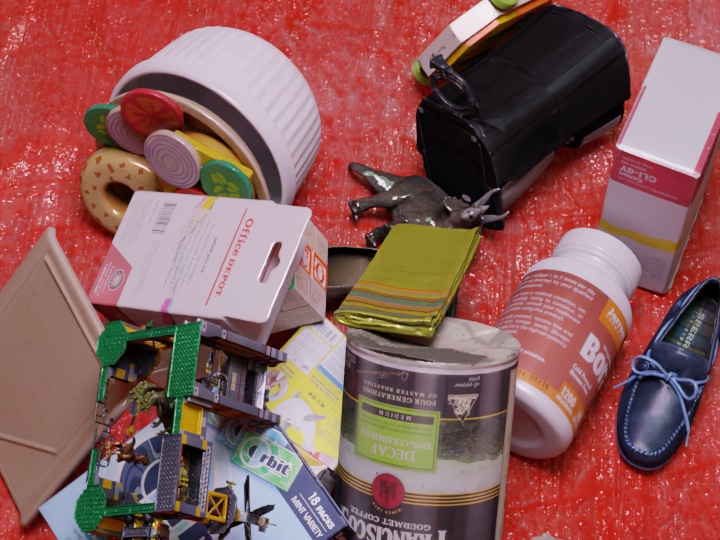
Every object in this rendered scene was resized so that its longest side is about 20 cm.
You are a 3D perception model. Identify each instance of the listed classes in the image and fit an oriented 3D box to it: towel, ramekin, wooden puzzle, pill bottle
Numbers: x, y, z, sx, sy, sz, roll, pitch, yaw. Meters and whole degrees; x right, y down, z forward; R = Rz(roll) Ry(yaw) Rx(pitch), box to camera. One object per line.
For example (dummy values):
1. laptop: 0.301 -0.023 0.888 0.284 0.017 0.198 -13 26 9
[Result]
1. towel: 0.044 0.002 1.401 0.085 0.018 0.200 8 26 13
2. ramekin: -0.131 -0.136 1.543 0.199 0.201 0.105 26 49 13
3. wooden puzzle: -0.277 0.093 1.419 0.037 0.185 0.201 7 44 -47
4. pill bottle: 0.180 0.062 1.482 0.112 0.112 0.201 26 61 13

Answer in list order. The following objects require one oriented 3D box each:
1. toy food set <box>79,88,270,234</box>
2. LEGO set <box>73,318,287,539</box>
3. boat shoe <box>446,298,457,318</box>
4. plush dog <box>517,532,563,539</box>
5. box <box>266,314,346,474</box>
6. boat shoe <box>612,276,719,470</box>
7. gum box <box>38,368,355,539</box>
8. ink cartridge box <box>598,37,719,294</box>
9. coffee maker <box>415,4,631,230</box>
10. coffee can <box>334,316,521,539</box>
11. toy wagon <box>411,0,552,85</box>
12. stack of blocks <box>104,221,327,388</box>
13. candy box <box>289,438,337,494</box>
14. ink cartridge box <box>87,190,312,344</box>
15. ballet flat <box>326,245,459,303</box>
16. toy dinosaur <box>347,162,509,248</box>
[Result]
1. toy food set: -0.171 -0.084 1.502 0.199 0.199 0.049 29 50 11
2. LEGO set: -0.132 0.131 1.273 0.153 0.116 0.202 -20 61 36
3. boat shoe: 0.044 0.076 1.493 0.073 0.065 0.201 12 58 4
4. plush dog: 0.190 0.289 1.332 0.161 0.200 0.172 -52 57 10
5. box: -0.063 0.149 1.431 0.117 0.048 0.200 41 79 20
6. boat shoe: 0.284 0.086 1.498 0.084 0.069 0.201 18 59 8
7. gum box: -0.133 0.202 1.311 0.200 0.045 0.170 -38 68 -2
8. ink cartridge box: 0.287 -0.095 1.535 0.083 0.201 0.146 20 59 13
9. coffee maker: 0.163 -0.165 1.575 0.200 0.192 0.135 -39 72 -23
10. coffee can: 0.052 0.152 1.342 0.145 0.146 0.202 4 103 -1
11. toy wagon: 0.142 -0.256 1.652 0.199 0.155 0.040 -30 83 -40
12. stack of blocks: -0.131 0.029 1.464 0.199 0.059 0.116 -15 54 22
13. candy box: -0.129 0.215 1.363 0.136 0.061 0.201 31 80 18
14. ink cartridge box: -0.125 0.002 1.394 0.199 0.068 0.117 6 64 35
15. ballet flat: 0.000 0.000 1.509 0.199 0.046 0.068 8 55 34
16. toy dinosaur: 0.053 -0.054 1.578 0.102 0.077 0.200 -22 30 -20
